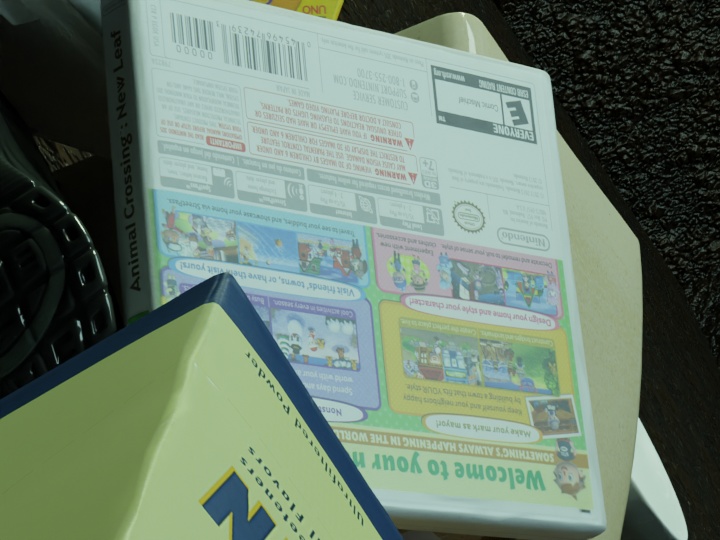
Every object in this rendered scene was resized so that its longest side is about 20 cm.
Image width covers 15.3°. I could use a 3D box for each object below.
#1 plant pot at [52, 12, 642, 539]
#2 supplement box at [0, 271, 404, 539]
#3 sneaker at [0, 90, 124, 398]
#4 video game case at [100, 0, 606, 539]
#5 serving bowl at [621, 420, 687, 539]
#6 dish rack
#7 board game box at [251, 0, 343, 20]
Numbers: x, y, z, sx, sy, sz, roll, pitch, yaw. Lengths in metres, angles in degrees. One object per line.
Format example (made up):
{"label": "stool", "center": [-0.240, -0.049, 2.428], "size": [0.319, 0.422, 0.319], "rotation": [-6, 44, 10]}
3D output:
{"label": "plant pot", "center": [0.006, 0.049, 1.091], "size": [0.200, 0.199, 0.177], "rotation": [47, 28, -51]}
{"label": "supplement box", "center": [-0.077, 0.129, 0.411], "size": [0.134, 0.200, 0.200], "rotation": [57, 12, -12]}
{"label": "sneaker", "center": [-0.124, -0.011, 0.920], "size": [0.200, 0.076, 0.091], "rotation": [66, 7, 19]}
{"label": "video game case", "center": [0.000, 0.000, 0.938], "size": [0.200, 0.022, 0.182], "rotation": [9, 67, -40]}
{"label": "serving bowl", "center": [0.160, 0.122, 1.925], "size": [0.200, 0.066, 0.200], "rotation": [57, 10, -17]}
{"label": "dish rack", "center": [-0.131, -0.091, 0.992], "size": [0.171, 0.044, 0.200], "rotation": [19, -18, 38]}
{"label": "board game box", "center": [-0.110, -0.123, 1.048], "size": [0.200, 0.030, 0.096], "rotation": [22, -11, -7]}
